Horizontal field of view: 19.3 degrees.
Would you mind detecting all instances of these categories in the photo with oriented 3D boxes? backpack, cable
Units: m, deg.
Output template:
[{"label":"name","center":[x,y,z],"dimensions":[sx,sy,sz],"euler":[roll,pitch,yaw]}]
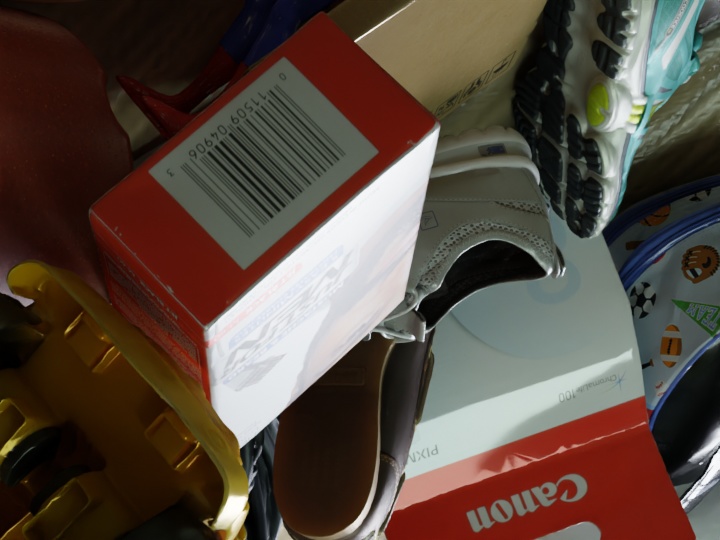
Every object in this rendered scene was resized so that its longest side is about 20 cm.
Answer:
[{"label":"backpack","center":[0.212,0.030,1.187],"dimensions":[0.200,0.154,0.191],"euler":[-22,157,-21]},{"label":"cable","center":[-0.066,0.097,1.087],"dimensions":[0.051,0.163,0.200],"euler":[15,159,6]}]

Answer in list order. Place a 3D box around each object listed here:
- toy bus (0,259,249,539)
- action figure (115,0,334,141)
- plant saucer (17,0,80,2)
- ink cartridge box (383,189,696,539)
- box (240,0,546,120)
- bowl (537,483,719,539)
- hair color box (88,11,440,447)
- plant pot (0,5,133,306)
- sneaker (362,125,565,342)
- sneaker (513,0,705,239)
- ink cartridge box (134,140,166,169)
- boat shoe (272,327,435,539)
[{"label":"toy bus","center":[-0.108,0.107,0.774],"dimensions":[0.200,0.136,0.192],"euler":[-47,158,12]},{"label":"action figure","center":[-0.011,-0.129,0.849],"dimensions":[0.200,0.065,0.052],"euler":[-41,111,-5]},{"label":"plant saucer","center":[-0.090,-0.179,0.762],"dimensions":[0.200,0.037,0.200],"euler":[-19,149,-11]},{"label":"ink cartridge box","center":[0.073,0.070,1.098],"dimensions":[0.160,0.200,0.047],"euler":[-18,167,-13]},{"label":"box","center":[0.014,-0.086,0.888],"dimensions":[0.200,0.021,0.164],"euler":[-37,166,-27]},{"label":"bowl","center":[0.192,0.125,1.314],"dimensions":[0.201,0.201,0.090],"euler":[-18,120,-12]},{"label":"hair color box","center":[-0.035,-0.004,0.801],"dimensions":[0.111,0.064,0.200],"euler":[-42,170,-13]},{"label":"plant pot","center":[-0.201,-0.030,0.774],"dimensions":[0.195,0.201,0.201],"euler":[-1,142,-48]},{"label":"sneaker","center":[0.000,0.000,0.967],"dimensions":[0.200,0.082,0.075],"euler":[-23,151,-8]},{"label":"sneaker","center":[0.129,-0.089,1.026],"dimensions":[0.080,0.078,0.200],"euler":[-22,150,-24]},{"label":"ink cartridge box","center":[-0.095,-0.009,1.007],"dimensions":[0.200,0.044,0.094],"euler":[-32,150,9]},{"label":"boat shoe","center":[0.000,0.042,1.039],"dimensions":[0.070,0.200,0.070],"euler":[9,163,19]}]
